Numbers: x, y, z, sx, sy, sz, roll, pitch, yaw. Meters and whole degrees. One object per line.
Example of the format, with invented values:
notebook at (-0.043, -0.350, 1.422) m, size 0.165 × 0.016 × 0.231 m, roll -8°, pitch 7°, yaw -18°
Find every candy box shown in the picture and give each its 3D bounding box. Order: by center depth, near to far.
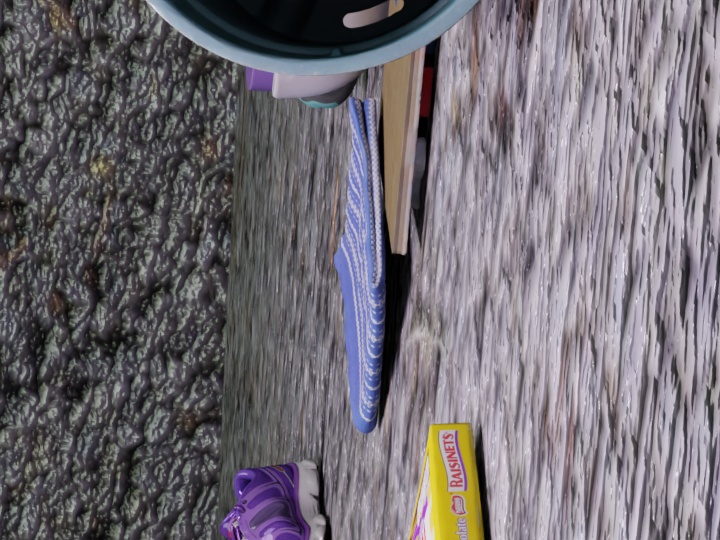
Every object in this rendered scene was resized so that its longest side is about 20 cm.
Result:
candy box at (0.038, 0.177, 1.337) m, size 0.200 × 0.026 × 0.102 m, roll 98°, pitch 168°, yaw -48°

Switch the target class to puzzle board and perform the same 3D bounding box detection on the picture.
puzzle board at (0.030, -0.131, 1.576) m, size 0.151 × 0.017 × 0.200 m, roll -97°, pitch 11°, yaw -63°

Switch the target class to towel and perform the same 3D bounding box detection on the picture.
towel at (0.000, 0.000, 1.702) m, size 0.200 × 0.024 × 0.145 m, roll 93°, pitch 174°, yaw -59°

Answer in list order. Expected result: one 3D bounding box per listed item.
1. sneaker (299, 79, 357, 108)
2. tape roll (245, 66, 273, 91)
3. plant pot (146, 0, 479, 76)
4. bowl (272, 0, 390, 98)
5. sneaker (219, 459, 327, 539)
sneaker at (-0.026, -0.217, 1.884) m, size 0.091 × 0.077 × 0.201 m, roll 163°, pitch 107°, yaw -80°
tape roll at (-0.062, -0.255, 2.289) m, size 0.200 × 0.065 × 0.201 m, roll -178°, pitch 90°, yaw -85°
plant pot at (-0.018, -0.187, 1.271) m, size 0.196 × 0.200 × 0.201 m, roll -16°, pitch -72°, yaw -88°
bowl at (-0.013, -0.228, 1.697) m, size 0.200 × 0.074 × 0.200 m, roll -90°, pitch 5°, yaw -51°
sneaker at (-0.070, 0.220, 2.119) m, size 0.200 × 0.083 × 0.081 m, roll -104°, pitch 16°, yaw -66°
